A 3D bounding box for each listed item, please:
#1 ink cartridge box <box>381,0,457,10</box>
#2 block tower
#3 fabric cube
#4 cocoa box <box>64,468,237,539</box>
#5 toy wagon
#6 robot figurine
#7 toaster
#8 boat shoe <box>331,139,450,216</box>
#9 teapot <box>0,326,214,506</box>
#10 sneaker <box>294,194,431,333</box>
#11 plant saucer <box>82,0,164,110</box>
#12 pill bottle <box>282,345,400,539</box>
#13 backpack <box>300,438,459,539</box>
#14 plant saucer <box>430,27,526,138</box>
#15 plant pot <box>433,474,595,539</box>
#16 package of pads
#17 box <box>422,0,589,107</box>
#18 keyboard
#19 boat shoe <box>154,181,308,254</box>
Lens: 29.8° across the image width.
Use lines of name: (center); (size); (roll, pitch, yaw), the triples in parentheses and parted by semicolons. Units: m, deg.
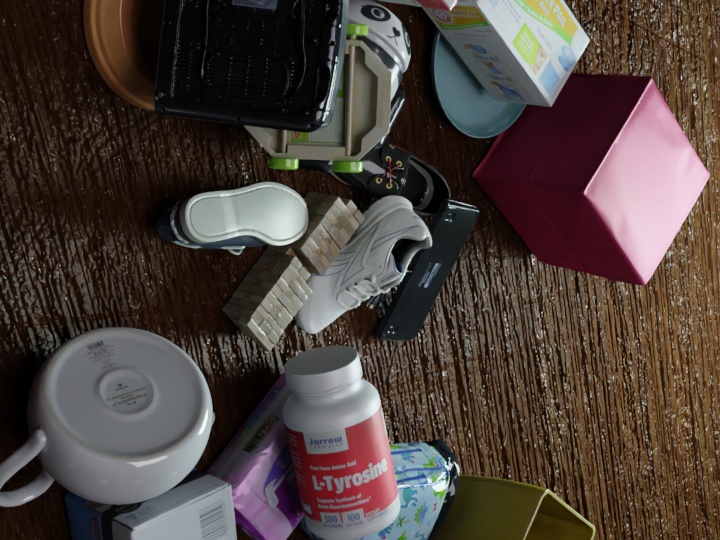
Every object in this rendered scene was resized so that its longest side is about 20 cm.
ink cartridge box: (0.013, -0.363, 1.464); (0.146, 0.200, 0.085); (40, 78, -42)
block tower: (-0.079, -0.005, 1.569); (0.200, 0.058, 0.054); (-56, 131, -21)
fabric cube: (0.308, -0.128, 1.810); (0.199, 0.200, 0.196); (46, 69, -38)
cocoa box: (-0.219, 0.322, 1.462); (0.133, 0.131, 0.200); (-21, 114, -39)
toy wagon: (-0.068, -0.184, 1.431); (0.040, 0.200, 0.155); (-62, 155, -84)
robot figurine: (-0.023, -0.209, 1.519); (0.200, 0.125, 0.150); (-62, 169, -13)
toaster: (-0.097, -0.234, 1.348); (0.119, 0.200, 0.181); (-54, 151, -83)
boat shoe: (0.032, -0.123, 1.642); (0.201, 0.063, 0.074); (26, 85, -43)
teapot: (-0.254, 0.167, 1.382); (0.146, 0.200, 0.198); (115, -10, -45)
sneaker: (0.000, 0.000, 1.604); (0.200, 0.087, 0.075); (-48, 135, 3)
plant saucer: (-0.194, -0.264, 1.406); (0.200, 0.037, 0.200); (-12, 108, -41)
pill bottle: (-0.025, 0.192, 1.526); (0.112, 0.112, 0.200); (-25, 112, -37)
backpack: (0.021, 0.294, 1.692); (0.200, 0.154, 0.163); (15, 110, -33)
plant saucer: (0.156, -0.272, 1.747); (0.200, 0.027, 0.200); (-13, 109, -42)
plant pot: (0.169, 0.378, 1.806); (0.200, 0.176, 0.200); (41, 72, -51)
package of pads: (-0.089, 0.218, 1.600); (0.200, 0.076, 0.121); (-53, 126, -22)
box: (0.178, -0.309, 1.668); (0.200, 0.101, 0.113); (44, 70, -41)
keyboard: (0.069, 0.000, 1.694); (0.127, 0.021, 0.200); (8, 113, -50)
boat shoe: (-0.138, -0.054, 1.491); (0.200, 0.062, 0.075); (-13, 94, -50)
